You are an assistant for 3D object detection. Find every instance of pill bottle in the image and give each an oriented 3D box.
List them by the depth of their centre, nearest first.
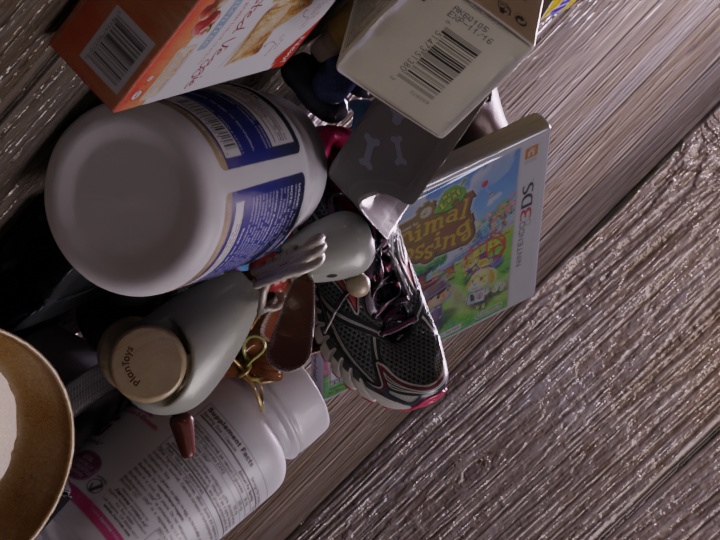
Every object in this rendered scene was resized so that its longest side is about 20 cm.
[{"bbox_3d":[-0.099,-0.054,1.551,0.116,0.116,0.200,-46,170,21],"label":"pill bottle"},{"bbox_3d":[-0.124,0.136,1.777,0.200,0.113,0.113,-39,170,-21],"label":"pill bottle"}]

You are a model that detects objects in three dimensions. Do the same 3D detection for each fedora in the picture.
[{"bbox_3d":[-0.223,0.106,1.826,0.177,0.090,0.200,-45,162,-1],"label":"fedora"}]

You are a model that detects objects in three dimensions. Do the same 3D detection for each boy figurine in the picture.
[{"bbox_3d":[0.014,-0.175,1.643,0.124,0.064,0.200,-39,169,-37],"label":"boy figurine"}]

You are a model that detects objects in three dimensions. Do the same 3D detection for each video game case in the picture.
[{"bbox_3d":[0.050,-0.008,1.868,0.199,0.022,0.183,-26,142,-23],"label":"video game case"}]

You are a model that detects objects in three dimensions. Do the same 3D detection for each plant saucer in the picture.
[{"bbox_3d":[-0.273,0.114,1.564,0.199,0.035,0.202,-15,122,-25],"label":"plant saucer"}]

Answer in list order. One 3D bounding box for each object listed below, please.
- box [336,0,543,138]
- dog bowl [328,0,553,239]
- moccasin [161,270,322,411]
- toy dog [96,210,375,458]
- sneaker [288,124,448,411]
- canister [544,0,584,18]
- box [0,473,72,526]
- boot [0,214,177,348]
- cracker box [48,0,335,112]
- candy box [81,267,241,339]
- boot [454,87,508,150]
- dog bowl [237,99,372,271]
[{"bbox_3d":[0.056,-0.182,1.460,0.095,0.077,0.201,-43,-158,40],"label":"box"},{"bbox_3d":[0.050,-0.117,1.616,0.201,0.059,0.200,-55,-179,1],"label":"dog bowl"},{"bbox_3d":[-0.068,0.045,1.735,0.200,0.078,0.074,-14,138,-27],"label":"moccasin"},{"bbox_3d":[-0.075,0.048,1.631,0.199,0.097,0.132,-25,-171,16],"label":"toy dog"},{"bbox_3d":[0.000,0.000,1.698,0.080,0.201,0.075,-25,174,-31],"label":"sneaker"},{"bbox_3d":[0.148,-0.245,1.825,0.149,0.087,0.200,-47,171,29],"label":"canister"},{"bbox_3d":[-0.308,0.175,1.679,0.157,0.050,0.200,15,130,-37],"label":"box"},{"bbox_3d":[-0.182,0.012,1.650,0.165,0.066,0.200,-55,168,28],"label":"boot"},{"bbox_3d":[-0.065,-0.163,1.383,0.134,0.058,0.200,-49,170,26],"label":"cracker box"},{"bbox_3d":[-0.105,-0.007,1.906,0.200,0.061,0.137,-35,167,-39],"label":"candy box"},{"bbox_3d":[0.073,-0.111,1.865,0.064,0.188,0.200,-19,176,7],"label":"boot"},{"bbox_3d":[-0.018,-0.057,1.852,0.199,0.049,0.112,-19,117,-47],"label":"dog bowl"}]
